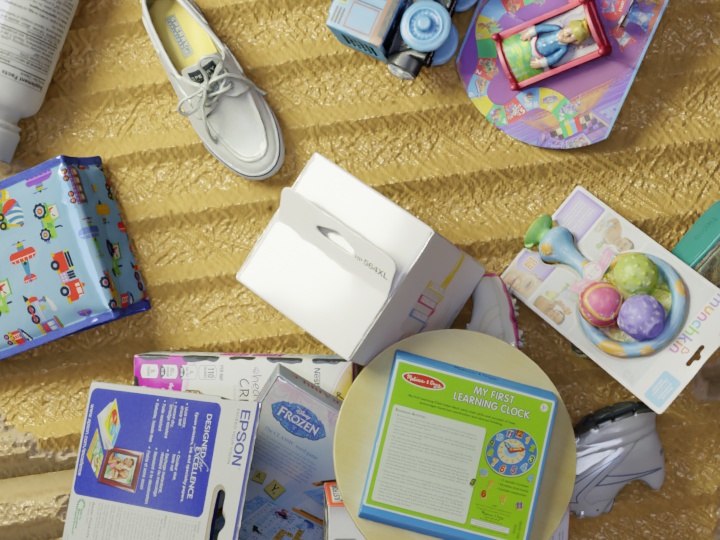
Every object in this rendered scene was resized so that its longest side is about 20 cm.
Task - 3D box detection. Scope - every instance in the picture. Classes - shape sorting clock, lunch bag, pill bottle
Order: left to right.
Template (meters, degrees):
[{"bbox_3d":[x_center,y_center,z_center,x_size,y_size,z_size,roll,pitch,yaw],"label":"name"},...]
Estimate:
[{"bbox_3d":[-0.328,-0.207,1.243,0.113,0.113,0.201,21,90,5],"label":"pill bottle"},{"bbox_3d":[-0.316,-0.002,1.257,0.199,0.094,0.151,-18,90,13],"label":"lunch bag"},{"bbox_3d":[0.076,0.146,1.098,0.199,0.039,0.201,2,81,-9],"label":"shape sorting clock"}]

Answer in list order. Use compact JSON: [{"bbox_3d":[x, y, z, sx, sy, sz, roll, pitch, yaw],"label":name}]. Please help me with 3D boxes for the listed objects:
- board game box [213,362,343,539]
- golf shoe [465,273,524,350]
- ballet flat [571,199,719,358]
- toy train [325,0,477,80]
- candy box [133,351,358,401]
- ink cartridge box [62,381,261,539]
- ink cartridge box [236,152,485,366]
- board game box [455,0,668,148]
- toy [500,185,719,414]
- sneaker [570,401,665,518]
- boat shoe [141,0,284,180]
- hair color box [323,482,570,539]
[{"bbox_3d":[-0.039,0.215,1.185,0.199,0.041,0.200,32,98,-9],"label":"board game box"},{"bbox_3d":[0.100,0.089,1.190,0.091,0.075,0.201,-5,54,4],"label":"golf shoe"},{"bbox_3d":[0.278,0.022,1.220,0.200,0.071,0.071,-43,86,4],"label":"ballet flat"},{"bbox_3d":[0.053,-0.274,1.232,0.114,0.087,0.201,24,91,10],"label":"toy train"},{"bbox_3d":[-0.103,0.143,1.242,0.199,0.061,0.137,0,90,3],"label":"candy box"},{"bbox_3d":[-0.163,0.200,1.147,0.199,0.047,0.199,3,79,35],"label":"ink cartridge box"},{"bbox_3d":[0.000,0.000,1.155,0.128,0.200,0.126,34,92,22],"label":"ink cartridge box"},{"bbox_3d":[0.170,-0.208,1.212,0.157,0.039,0.201,26,106,13],"label":"board game box"},{"bbox_3d":[0.216,0.015,1.183,0.115,0.047,0.200,-49,54,1],"label":"toy"},{"bbox_3d":[0.178,0.185,1.217,0.199,0.075,0.088,-20,93,5],"label":"sneaker"},{"bbox_3d":[-0.136,-0.174,1.240,0.074,0.086,0.203,-29,86,3],"label":"boat shoe"},{"bbox_3d":[0.069,0.231,1.142,0.199,0.061,0.102,1,101,-6],"label":"hair color box"}]
